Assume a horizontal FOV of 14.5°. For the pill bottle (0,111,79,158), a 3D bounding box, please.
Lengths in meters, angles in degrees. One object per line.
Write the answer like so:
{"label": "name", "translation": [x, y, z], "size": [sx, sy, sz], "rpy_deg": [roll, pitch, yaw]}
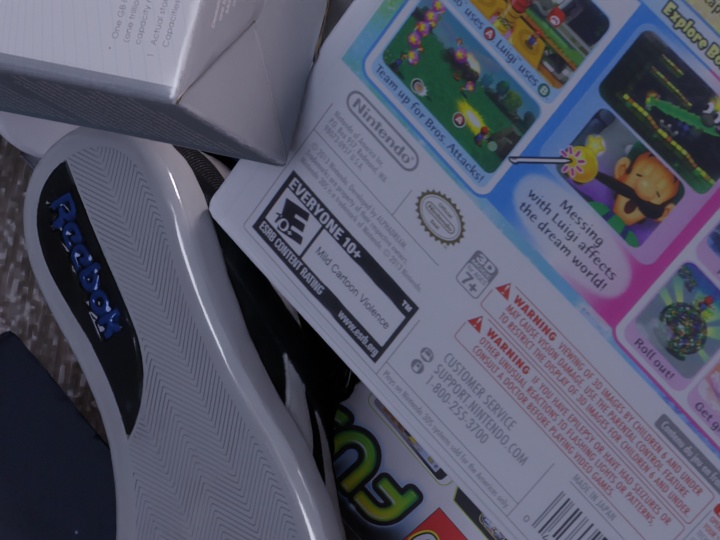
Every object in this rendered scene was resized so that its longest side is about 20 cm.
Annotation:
{"label": "pill bottle", "translation": [-0.130, -0.121, 0.862], "size": [0.111, 0.111, 0.200], "rpy_deg": [-53, 54, 10]}

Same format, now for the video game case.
{"label": "video game case", "translation": [0.074, -0.007, 0.708], "size": [0.200, 0.024, 0.182], "rpy_deg": [47, 124, 13]}

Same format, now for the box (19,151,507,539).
{"label": "box", "translation": [0.000, 0.000, 0.878], "size": [0.110, 0.035, 0.200], "rpy_deg": [-42, 86, 18]}

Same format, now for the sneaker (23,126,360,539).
{"label": "sneaker", "translation": [-0.021, 0.053, 0.810], "size": [0.073, 0.112, 0.201], "rpy_deg": [-21, 78, 28]}

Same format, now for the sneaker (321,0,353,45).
{"label": "sneaker", "translation": [0.045, -0.085, 0.782], "size": [0.200, 0.079, 0.131], "rpy_deg": [48, 134, 22]}

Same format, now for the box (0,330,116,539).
{"label": "box", "translation": [-0.171, 0.145, 0.821], "size": [0.118, 0.197, 0.200], "rpy_deg": [51, 133, 4]}

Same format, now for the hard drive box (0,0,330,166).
{"label": "hard drive box", "translation": [-0.102, -0.126, 0.743], "size": [0.199, 0.077, 0.156], "rpy_deg": [13, 84, 22]}
